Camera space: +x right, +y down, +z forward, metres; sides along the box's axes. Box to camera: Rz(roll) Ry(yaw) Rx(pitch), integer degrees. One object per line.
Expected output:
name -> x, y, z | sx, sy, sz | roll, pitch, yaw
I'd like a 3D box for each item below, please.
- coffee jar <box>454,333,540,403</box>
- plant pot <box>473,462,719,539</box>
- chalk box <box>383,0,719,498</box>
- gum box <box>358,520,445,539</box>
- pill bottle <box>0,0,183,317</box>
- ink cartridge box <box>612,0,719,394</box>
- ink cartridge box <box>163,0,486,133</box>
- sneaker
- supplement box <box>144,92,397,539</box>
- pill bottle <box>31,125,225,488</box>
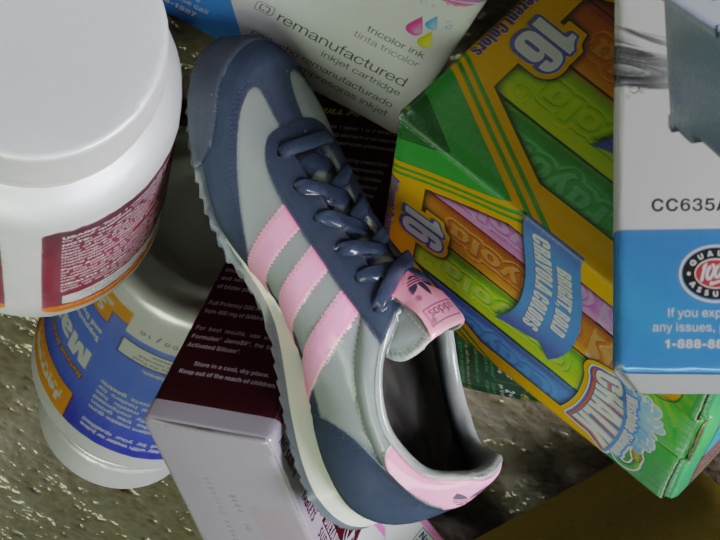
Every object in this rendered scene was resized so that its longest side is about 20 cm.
coffee jar -> 0.140, 0.022, 1.046 | 0.200, 0.085, 0.104 | 14, 146, 13
plant pot -> 0.140, 0.205, 1.169 | 0.195, 0.200, 0.194 | -29, 127, 10
chalk box -> 0.122, -0.008, 0.920 | 0.200, 0.125, 0.124 | 38, 156, 15
gum box -> 0.008, 0.170, 1.291 | 0.113, 0.066, 0.200 | 20, 155, 52
pill bottle -> -0.128, -0.059, 0.941 | 0.114, 0.114, 0.200 | 24, 163, -1
ink cartridge box -> 0.158, -0.061, 0.800 | 0.146, 0.200, 0.086 | -1, 173, 11
ink cartridge box -> -0.002, -0.162, 0.884 | 0.144, 0.085, 0.200 | 27, 144, -5
sneaker -> 0.000, 0.000, 0.915 | 0.082, 0.070, 0.200 | -11, 104, 44
supplement box -> -0.013, 0.022, 1.029 | 0.061, 0.200, 0.109 | 7, 142, 24
pill bottle -> -0.096, 0.027, 1.158 | 0.112, 0.112, 0.200 | 26, 144, -5
